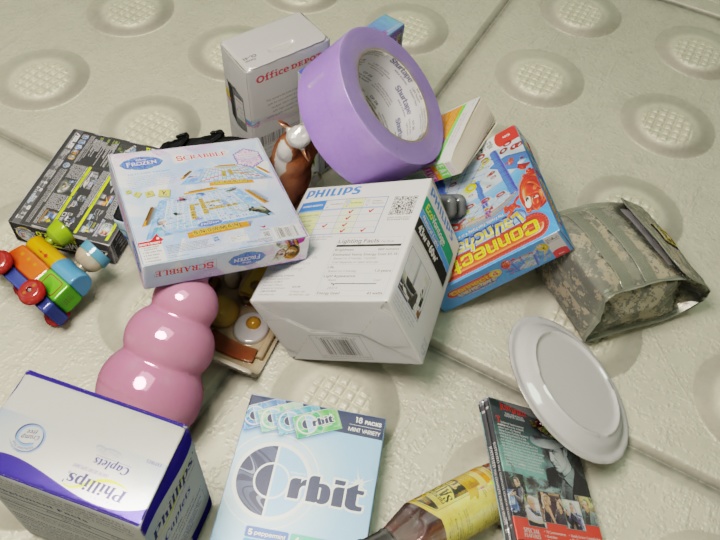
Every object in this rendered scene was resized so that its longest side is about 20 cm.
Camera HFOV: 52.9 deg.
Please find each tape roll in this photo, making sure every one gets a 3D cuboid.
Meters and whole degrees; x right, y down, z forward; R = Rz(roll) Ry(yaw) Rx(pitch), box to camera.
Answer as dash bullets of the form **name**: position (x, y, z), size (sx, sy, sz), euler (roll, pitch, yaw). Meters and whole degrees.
- **tape roll**: position (0.017, -0.216, 0.974), size (0.199, 0.085, 0.202), euler (24, 54, -37)

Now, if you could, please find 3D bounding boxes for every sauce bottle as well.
- **sauce bottle**: position (0.079, 0.273, 0.783), size (0.199, 0.066, 0.066), euler (-16, 54, -31)

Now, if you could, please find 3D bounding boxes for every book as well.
- **book**: position (0.090, -0.171, 1.074), size (0.199, 0.048, 0.134), euler (-12, 37, 48)

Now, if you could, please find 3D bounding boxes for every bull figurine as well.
- **bull figurine**: position (-0.093, -0.154, 1.038), size (0.065, 0.201, 0.122), euler (32, 40, 6)

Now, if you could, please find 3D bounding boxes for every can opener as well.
- **can opener**: position (0.057, -0.081, 1.031), size (0.199, 0.067, 0.052), euler (-2, 7, 37)

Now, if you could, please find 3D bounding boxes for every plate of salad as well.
- **plate of salad**: position (0.252, 0.147, 0.892), size (0.199, 0.048, 0.201), euler (25, 42, -25)

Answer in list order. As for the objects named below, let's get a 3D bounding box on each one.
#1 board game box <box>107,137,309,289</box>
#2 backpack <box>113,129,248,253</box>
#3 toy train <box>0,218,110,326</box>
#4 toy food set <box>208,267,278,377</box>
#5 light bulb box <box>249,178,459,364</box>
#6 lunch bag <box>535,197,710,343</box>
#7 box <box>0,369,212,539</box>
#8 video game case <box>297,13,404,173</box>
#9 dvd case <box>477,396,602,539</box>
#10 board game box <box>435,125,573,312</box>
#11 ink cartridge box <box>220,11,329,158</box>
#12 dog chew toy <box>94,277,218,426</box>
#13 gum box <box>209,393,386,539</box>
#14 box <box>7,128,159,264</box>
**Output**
- **board game box**: position (-0.189, -0.078, 0.889), size (0.198, 0.041, 0.200), euler (-10, 50, -23)
- **backpack**: position (-0.251, -0.096, 1.011), size (0.162, 0.155, 0.200), euler (0, 27, 20)
- **toy train**: position (-0.437, -0.026, 0.972), size (0.199, 0.085, 0.116), euler (35, 71, 21)
- **toy food set**: position (-0.165, 0.037, 0.969), size (0.142, 0.061, 0.201), euler (19, 55, 11)
- **light bulb box**: position (0.000, 0.000, 0.925), size (0.197, 0.125, 0.201), euler (-1, 48, 30)
- **lunch bag**: position (0.365, -0.011, 1.002), size (0.198, 0.118, 0.165), euler (-12, 51, -18)
- **box**: position (-0.262, 0.218, 0.739), size (0.182, 0.201, 0.105), euler (16, 53, 9)
- **video game case**: position (-0.014, -0.275, 1.134), size (0.045, 0.182, 0.200), euler (35, 59, 22)
- **dvd case**: position (0.207, 0.249, 0.813), size (0.145, 0.022, 0.201), euler (19, 48, -31)
- **board game box**: position (0.166, -0.073, 1.009), size (0.199, 0.056, 0.197), euler (-29, 51, 20)
- **ink cartridge box**: position (-0.127, -0.272, 1.114), size (0.147, 0.201, 0.086), euler (-29, 59, -23)
- **dog chew toy**: position (-0.228, 0.096, 0.849), size (0.124, 0.125, 0.202), euler (21, 86, 12)
- **gum box**: position (-0.067, 0.252, 0.823), size (0.168, 0.045, 0.201), euler (10, 53, 4)
- **box**: position (-0.398, -0.115, 1.079), size (0.159, 0.044, 0.201), euler (13, 54, 6)
